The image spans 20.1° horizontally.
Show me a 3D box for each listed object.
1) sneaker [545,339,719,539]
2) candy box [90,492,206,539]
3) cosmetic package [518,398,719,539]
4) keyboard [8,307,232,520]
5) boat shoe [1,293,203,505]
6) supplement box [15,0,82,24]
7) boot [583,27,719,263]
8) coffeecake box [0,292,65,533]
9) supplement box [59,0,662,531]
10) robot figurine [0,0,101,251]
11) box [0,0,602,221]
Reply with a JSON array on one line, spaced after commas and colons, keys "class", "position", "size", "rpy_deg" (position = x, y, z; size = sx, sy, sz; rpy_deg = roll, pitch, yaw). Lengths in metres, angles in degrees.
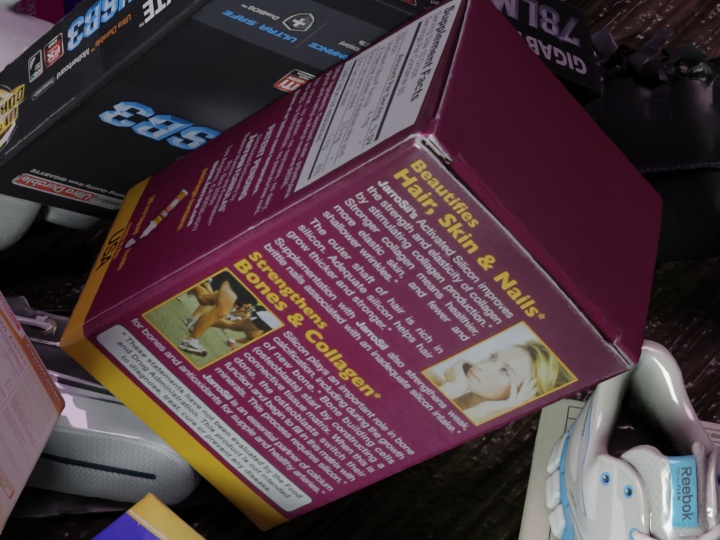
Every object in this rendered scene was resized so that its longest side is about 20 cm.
[{"class": "sneaker", "position": [0.108, 0.110, 0.731], "size": [0.074, 0.087, 0.201], "rpy_deg": [-4, 48, -9]}, {"class": "candy box", "position": [-0.090, 0.204, 0.740], "size": [0.169, 0.077, 0.200], "rpy_deg": [34, 53, 29]}, {"class": "cosmetic package", "position": [0.105, 0.153, 0.798], "size": [0.104, 0.071, 0.201], "rpy_deg": [10, 47, 7]}, {"class": "keyboard", "position": [-0.132, 0.056, 0.916], "size": [0.198, 0.021, 0.128], "rpy_deg": [-3, 47, -6]}, {"class": "boat shoe", "position": [-0.158, 0.047, 0.876], "size": [0.198, 0.072, 0.071], "rpy_deg": [16, 46, -4]}, {"class": "supplement box", "position": [-0.239, -0.153, 1.050], "size": [0.199, 0.102, 0.103], "rpy_deg": [-27, 52, -24]}, {"class": "boot", "position": [0.161, -0.015, 0.936], "size": [0.161, 0.200, 0.073], "rpy_deg": [-1, 9, 35]}, {"class": "coffeecake box", "position": [-0.197, 0.075, 0.730], "size": [0.153, 0.073, 0.200], "rpy_deg": [-29, 8, 2]}, {"class": "supplement box", "position": [0.000, 0.000, 0.807], "size": [0.199, 0.131, 0.104], "rpy_deg": [-26, 29, 34]}, {"class": "robot figurine", "position": [-0.209, -0.078, 0.944], "size": [0.199, 0.171, 0.113], "rpy_deg": [15, 5, -25]}, {"class": "box", "position": [-0.034, -0.074, 0.868], "size": [0.199, 0.198, 0.050], "rpy_deg": [16, 55, -42]}]
